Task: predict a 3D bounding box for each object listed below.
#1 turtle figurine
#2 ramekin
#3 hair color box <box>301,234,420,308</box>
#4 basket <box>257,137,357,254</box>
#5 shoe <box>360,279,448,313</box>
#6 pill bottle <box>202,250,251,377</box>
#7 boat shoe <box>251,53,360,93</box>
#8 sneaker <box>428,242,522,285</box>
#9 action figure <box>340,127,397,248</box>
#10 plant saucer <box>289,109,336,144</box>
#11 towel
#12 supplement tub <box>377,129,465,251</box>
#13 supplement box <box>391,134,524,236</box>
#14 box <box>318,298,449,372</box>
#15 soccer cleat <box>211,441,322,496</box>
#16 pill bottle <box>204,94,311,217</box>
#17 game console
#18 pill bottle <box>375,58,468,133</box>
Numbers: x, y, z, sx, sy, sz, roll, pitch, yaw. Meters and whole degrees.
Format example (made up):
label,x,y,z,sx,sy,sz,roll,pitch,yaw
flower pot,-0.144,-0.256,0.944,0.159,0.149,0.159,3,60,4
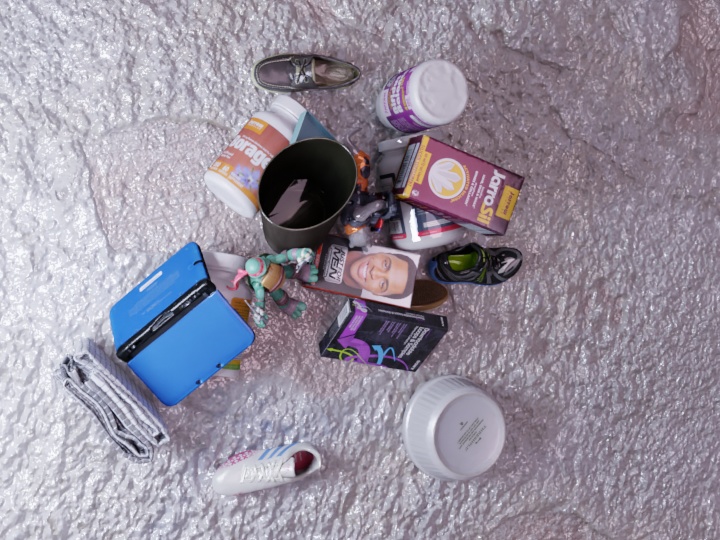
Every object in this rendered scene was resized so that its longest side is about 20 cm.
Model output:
label,x,y,z,sx,sy,sz,roll,pitch,yaw
turtle figurine,-0.138,0.015,1.559,0.100,0.200,0.150,39,93,21
ramekin,0.185,0.302,1.782,0.200,0.094,0.205,0,90,-22
hair color box,0.000,0.000,1.693,0.198,0.061,0.103,11,86,-5
basket,-0.100,-0.104,1.561,0.136,0.200,0.180,45,69,6
shoe,0.073,0.066,1.761,0.198,0.054,0.070,-13,54,-24
pill bottle,-0.244,0.073,1.595,0.110,0.111,0.203,10,87,-22
boat shoe,-0.094,-0.355,1.676,0.198,0.065,0.074,-8,95,-21
sneaker,0.228,-0.012,1.798,0.197,0.083,0.072,-3,73,-23
action figure,-0.016,-0.133,1.643,0.103,0.200,0.196,-8,86,-19
plant saucer,-0.065,-0.205,1.653,0.200,0.019,0.071,39,66,-59
towel,-0.402,0.210,1.506,0.086,0.165,0.200,-44,105,-10
supplement tub,0.109,-0.145,1.721,0.139,0.140,0.202,-13,96,-21
supplement box,0.165,-0.144,1.618,0.198,0.086,0.111,20,88,-15
box,0.042,0.120,1.702,0.198,0.143,0.036,10,48,-23
soccer cleat,-0.160,0.345,1.646,0.198,0.086,0.071,-14,96,-21
pill bottle,-0.169,-0.200,1.623,0.112,0.112,0.201,41,76,-17
game console,-0.294,0.087,1.541,0.199,0.171,0.118,-37,134,10
pill bottle,0.102,-0.305,1.684,0.111,0.200,0.114,0,90,-22
